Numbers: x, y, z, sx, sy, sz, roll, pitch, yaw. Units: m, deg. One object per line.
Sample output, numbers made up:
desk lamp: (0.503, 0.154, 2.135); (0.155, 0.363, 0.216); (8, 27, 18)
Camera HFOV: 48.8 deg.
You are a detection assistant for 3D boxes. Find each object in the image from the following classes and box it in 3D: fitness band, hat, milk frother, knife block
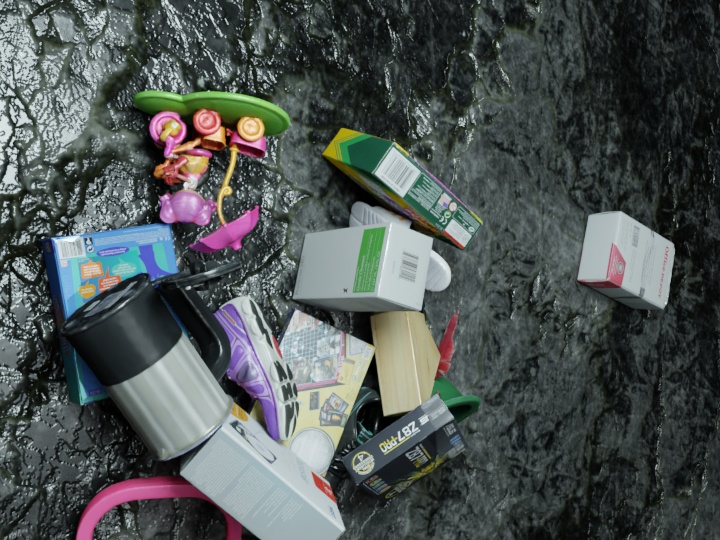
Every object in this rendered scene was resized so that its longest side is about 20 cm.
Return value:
fitness band: (-0.246, 0.327, 0.979); (0.199, 0.037, 0.144); (0, 100, -14)
hat: (0.086, 0.166, 1.268); (0.200, 0.165, 0.176); (21, 42, -58)
milk frother: (-0.199, 0.090, 0.903); (0.180, 0.200, 0.188); (-44, 114, -34)
knife block: (0.054, 0.094, 1.190); (0.176, 0.064, 0.200); (63, 26, -22)

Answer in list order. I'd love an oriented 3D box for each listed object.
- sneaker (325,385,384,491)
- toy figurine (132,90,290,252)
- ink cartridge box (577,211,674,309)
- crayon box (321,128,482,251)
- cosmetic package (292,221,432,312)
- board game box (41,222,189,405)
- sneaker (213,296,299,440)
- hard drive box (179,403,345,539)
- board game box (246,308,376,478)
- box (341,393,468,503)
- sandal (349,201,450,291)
sneaker: (-0.030, 0.257, 1.161); (0.075, 0.079, 0.200); (37, 69, -31)
toy figurine: (-0.197, -0.116, 1.005); (0.199, 0.150, 0.185); (8, 80, -15)
ink cartridge box: (0.540, -0.017, 1.605); (0.200, 0.085, 0.146); (22, 76, -33)
crayon box: (0.060, -0.122, 1.179); (0.200, 0.172, 0.058); (37, 86, -31)
cosmetic package: (0.000, 0.000, 1.115); (0.085, 0.200, 0.108); (19, 75, -37)
board game box: (-0.296, 0.049, 0.983); (0.152, 0.045, 0.201); (-11, 94, -38)
sneaker: (-0.143, 0.137, 1.069); (0.081, 0.083, 0.201); (23, 43, -78)
hard drive box: (-0.126, 0.263, 1.000); (0.200, 0.156, 0.077); (43, 88, -13)
board game box: (-0.076, 0.173, 1.127); (0.135, 0.035, 0.201); (27, 72, -12)
box: (0.070, 0.264, 1.151); (0.161, 0.049, 0.200); (-35, 153, -4)
sandal: (0.066, -0.035, 1.184); (0.059, 0.206, 0.079); (-21, 136, -41)
